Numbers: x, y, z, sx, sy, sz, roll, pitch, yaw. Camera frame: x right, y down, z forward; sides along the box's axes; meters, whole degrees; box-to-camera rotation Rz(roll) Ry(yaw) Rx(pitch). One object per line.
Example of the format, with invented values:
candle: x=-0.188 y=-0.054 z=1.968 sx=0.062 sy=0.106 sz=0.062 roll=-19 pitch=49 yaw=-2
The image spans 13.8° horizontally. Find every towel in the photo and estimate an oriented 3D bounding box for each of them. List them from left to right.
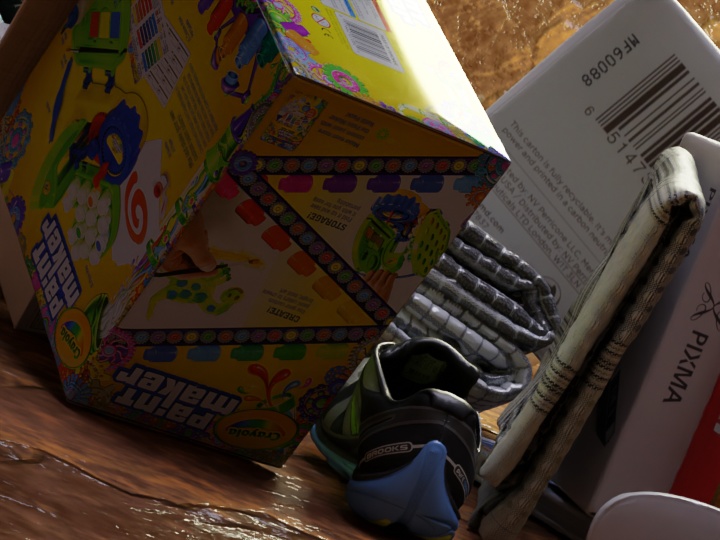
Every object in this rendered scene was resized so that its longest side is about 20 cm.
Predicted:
towel: x=0.000 y=0.000 z=1.632 sx=0.200 sy=0.086 sz=0.166 roll=36 pitch=-15 yaw=-10
towel: x=0.108 y=0.032 z=1.464 sx=0.035 sy=0.200 sz=0.193 roll=29 pitch=11 yaw=-1

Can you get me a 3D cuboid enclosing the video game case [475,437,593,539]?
video game case: x=0.142 y=0.138 z=1.594 sx=0.143 sy=0.018 sz=0.200 roll=19 pitch=7 yaw=-38

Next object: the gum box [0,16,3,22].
gum box: x=-0.253 y=-0.127 z=1.735 sx=0.045 sy=0.170 sz=0.200 roll=18 pitch=5 yaw=6

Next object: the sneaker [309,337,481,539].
sneaker: x=0.025 y=0.070 z=1.392 sx=0.071 sy=0.083 sz=0.200 roll=23 pitch=4 yaw=-9

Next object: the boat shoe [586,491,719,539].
boat shoe: x=0.187 y=0.154 z=1.303 sx=0.200 sy=0.072 sz=0.068 roll=25 pitch=7 yaw=-3

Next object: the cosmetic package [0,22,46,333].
cosmetic package: x=-0.155 y=-0.046 z=1.520 sx=0.083 sy=0.051 sz=0.200 roll=13 pitch=35 yaw=-32

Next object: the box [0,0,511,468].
box: x=-0.059 y=-0.055 z=1.365 sx=0.122 sy=0.193 sz=0.200 roll=20 pitch=29 yaw=-33

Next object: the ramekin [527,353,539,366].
ramekin: x=0.078 y=-0.001 z=2.314 sx=0.200 sy=0.105 sz=0.200 roll=24 pitch=5 yaw=-2

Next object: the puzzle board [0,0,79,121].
puzzle board: x=-0.089 y=-0.128 z=1.450 sx=0.151 sy=0.200 sz=0.017 roll=15 pitch=36 yaw=-29

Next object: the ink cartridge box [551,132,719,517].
ink cartridge box: x=0.170 y=0.039 z=1.497 sx=0.045 sy=0.200 sz=0.176 roll=21 pitch=5 yaw=-16

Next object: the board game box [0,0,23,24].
board game box: x=-0.135 y=-0.151 z=1.636 sx=0.135 sy=0.200 sz=0.028 roll=-8 pitch=31 yaw=25

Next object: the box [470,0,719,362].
box: x=0.160 y=-0.038 z=1.788 sx=0.199 sy=0.200 sz=0.171 roll=50 pitch=5 yaw=1
